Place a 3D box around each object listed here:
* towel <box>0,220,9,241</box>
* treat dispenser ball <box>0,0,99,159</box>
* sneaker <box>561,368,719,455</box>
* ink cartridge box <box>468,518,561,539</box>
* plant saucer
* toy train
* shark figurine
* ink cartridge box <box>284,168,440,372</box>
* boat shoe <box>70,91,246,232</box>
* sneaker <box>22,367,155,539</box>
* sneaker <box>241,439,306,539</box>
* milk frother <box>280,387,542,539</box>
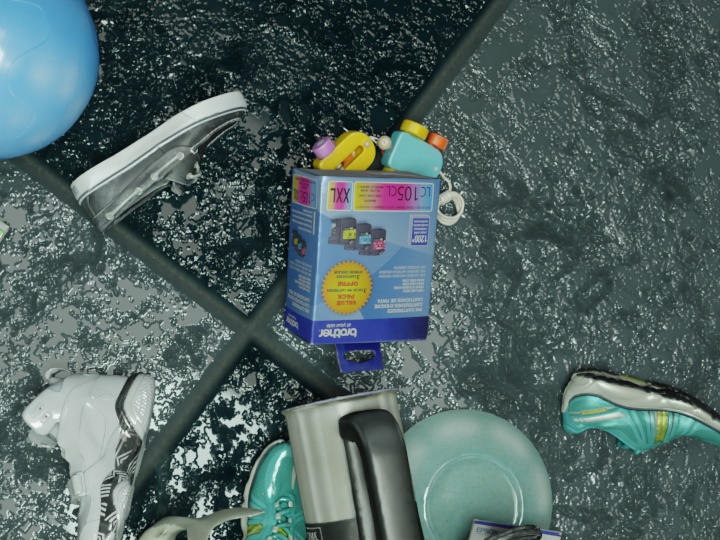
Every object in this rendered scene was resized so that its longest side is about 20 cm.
[{"bbox_3d":[-0.461,0.003,0.995,0.152,0.023,0.200,32,79,-5],"label":"towel"},{"bbox_3d":[-0.348,-0.206,0.952,0.200,0.201,0.202,1,83,-11],"label":"treat dispenser ball"},{"bbox_3d":[0.316,0.164,1.118,0.199,0.078,0.080,14,100,-5],"label":"sneaker"},{"bbox_3d":[0.133,0.347,1.037,0.099,0.039,0.201,12,98,-11],"label":"ink cartridge box"},{"bbox_3d":[0.116,0.248,1.072,0.200,0.039,0.202,1,83,-12],"label":"plant saucer"},{"bbox_3d":[0.009,-0.082,1.089,0.200,0.056,0.151,-19,109,-21],"label":"toy train"},{"bbox_3d":[-0.178,0.274,0.979,0.128,0.215,0.089,42,33,25],"label":"shark figurine"},{"bbox_3d":[0.000,0.000,1.031,0.136,0.076,0.201,-1,103,-25],"label":"ink cartridge box"},{"bbox_3d":[-0.194,-0.110,1.038,0.200,0.072,0.068,-33,88,-11],"label":"boat shoe"},{"bbox_3d":[-0.271,0.185,0.971,0.115,0.075,0.200,12,61,-6],"label":"sneaker"},{"bbox_3d":[-0.082,0.269,1.000,0.077,0.080,0.201,13,79,-11],"label":"sneaker"},{"bbox_3d":[0.048,0.204,0.959,0.200,0.180,0.189,-5,80,-36],"label":"milk frother"}]
